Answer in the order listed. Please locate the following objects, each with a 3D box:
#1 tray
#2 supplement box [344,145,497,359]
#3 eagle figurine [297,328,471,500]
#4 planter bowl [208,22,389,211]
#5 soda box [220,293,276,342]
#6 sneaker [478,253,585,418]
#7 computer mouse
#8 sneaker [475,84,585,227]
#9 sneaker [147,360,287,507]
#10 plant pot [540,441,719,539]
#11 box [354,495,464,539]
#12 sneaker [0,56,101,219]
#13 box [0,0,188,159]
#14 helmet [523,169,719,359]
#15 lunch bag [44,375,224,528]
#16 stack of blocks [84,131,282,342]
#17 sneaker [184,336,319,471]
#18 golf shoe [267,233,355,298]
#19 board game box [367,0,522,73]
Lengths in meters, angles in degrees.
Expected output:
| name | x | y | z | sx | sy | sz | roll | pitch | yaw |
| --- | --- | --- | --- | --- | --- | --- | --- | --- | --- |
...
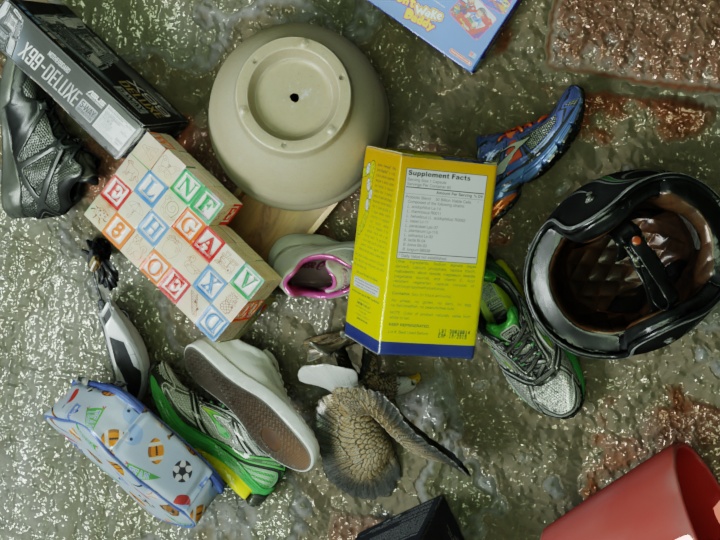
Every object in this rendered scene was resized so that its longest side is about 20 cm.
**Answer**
| name | x | y | z | sx | sy | sz | roll | pitch | yaw |
| --- | --- | --- | --- | --- | --- | --- | --- | --- | --- |
| tray | -0.110 | -0.045 | 1.563 | 0.098 | 0.037 | 0.200 | 41 | 102 | 4 |
| supplement box | 0.060 | -0.020 | 1.428 | 0.108 | 0.109 | 0.202 | 4 | 97 | -20 |
| eagle figurine | 0.020 | 0.155 | 1.522 | 0.150 | 0.152 | 0.202 | -17 | 89 | -7 |
| planter bowl | -0.068 | -0.171 | 1.461 | 0.198 | 0.135 | 0.203 | 0 | 84 | 0 |
| soda box | -0.188 | -0.017 | 1.530 | 0.068 | 0.064 | 0.200 | -46 | 79 | 13 |
| sneaker | 0.166 | 0.077 | 1.493 | 0.078 | 0.085 | 0.201 | -38 | 90 | 14 |
| computer mouse | -0.272 | 0.065 | 1.591 | 0.043 | 0.110 | 0.202 | -15 | 108 | -14 |
| sneaker | 0.161 | -0.124 | 1.482 | 0.078 | 0.075 | 0.200 | 45 | 102 | 5 |
| sneaker | -0.162 | 0.171 | 1.591 | 0.200 | 0.078 | 0.085 | 43 | 96 | -6 |
| plant pot | 0.297 | 0.305 | 1.465 | 0.176 | 0.200 | 0.202 | -27 | 92 | 23 |
| box | 0.067 | 0.378 | 1.504 | 0.117 | 0.200 | 0.198 | -25 | 92 | 13 |
| sneaker | -0.347 | -0.157 | 1.576 | 0.113 | 0.076 | 0.202 | 2 | 101 | 9 |
| box | -0.293 | -0.207 | 1.514 | 0.200 | 0.158 | 0.050 | 43 | 103 | 3 |
| helmet | 0.269 | -0.006 | 1.417 | 0.198 | 0.191 | 0.202 | 4 | 78 | -19 |
| lunch bag | -0.254 | 0.197 | 1.548 | 0.200 | 0.160 | 0.076 | 49 | 67 | -23 |
| stack of blocks | -0.177 | -0.036 | 1.462 | 0.200 | 0.059 | 0.115 | 44 | 102 | 11 |
| sneaker | -0.101 | 0.133 | 1.545 | 0.200 | 0.084 | 0.073 | 43 | 135 | 21 |
| golf shoe | 0.000 | 0.000 | 1.506 | 0.198 | 0.092 | 0.076 | -6 | 110 | -2 |
| board game box | 0.076 | -0.322 | 1.483 | 0.199 | 0.045 | 0.135 | 36 | 103 | 4 |
